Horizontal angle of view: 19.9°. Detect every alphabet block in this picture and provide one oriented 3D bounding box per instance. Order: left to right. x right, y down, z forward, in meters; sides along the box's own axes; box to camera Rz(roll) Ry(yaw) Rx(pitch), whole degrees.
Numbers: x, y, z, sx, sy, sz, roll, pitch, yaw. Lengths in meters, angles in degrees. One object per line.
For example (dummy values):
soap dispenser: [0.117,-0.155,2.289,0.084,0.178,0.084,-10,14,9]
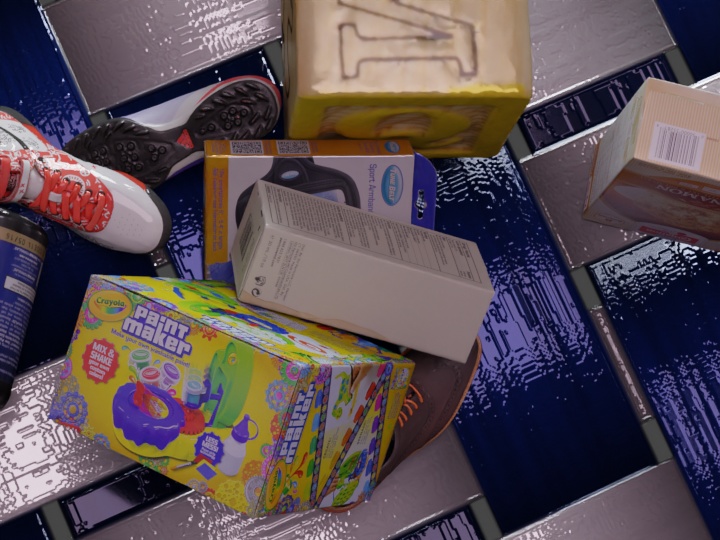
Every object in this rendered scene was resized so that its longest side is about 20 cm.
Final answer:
alphabet block: [0.034,-0.213,1.724,0.195,0.195,0.202,-1,77,-4]

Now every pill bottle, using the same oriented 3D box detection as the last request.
pill bottle: [-0.329,0.051,1.670,0.111,0.112,0.202,13,77,-3]

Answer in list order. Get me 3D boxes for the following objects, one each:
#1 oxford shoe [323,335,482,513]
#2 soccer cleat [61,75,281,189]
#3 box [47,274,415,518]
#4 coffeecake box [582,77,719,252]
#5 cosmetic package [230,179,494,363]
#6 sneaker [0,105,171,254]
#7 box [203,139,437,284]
oxford shoe: [0.035,0.121,1.713,0.071,0.073,0.200,39,77,3]
soccer cleat: [-0.160,-0.115,1.754,0.199,0.073,0.069,-20,100,8]
box: [-0.098,0.092,1.598,0.199,0.192,0.123,22,98,27]
coffeecake box: [0.283,-0.082,1.717,0.152,0.200,0.074,13,77,-3]
cosmetic package: [0.000,0.000,1.678,0.199,0.104,0.074,17,111,-13]
sneaker: [-0.260,-0.064,1.689,0.201,0.108,0.068,32,112,11]
box: [-0.033,-0.049,1.729,0.198,0.042,0.120,0,115,-4]
